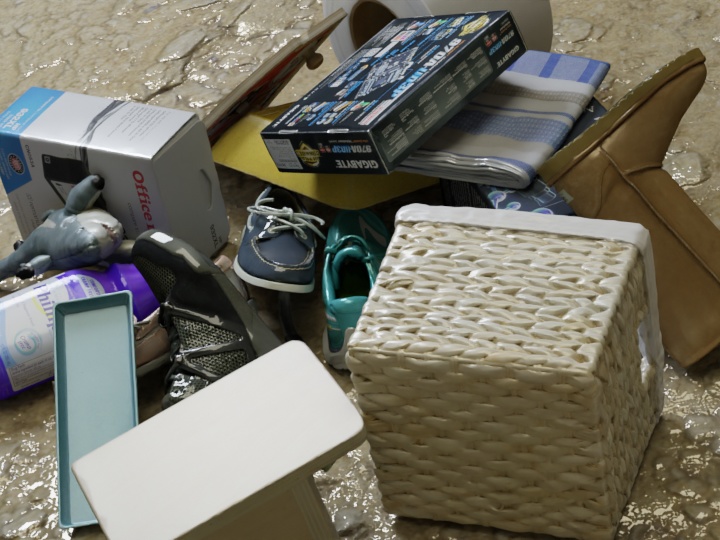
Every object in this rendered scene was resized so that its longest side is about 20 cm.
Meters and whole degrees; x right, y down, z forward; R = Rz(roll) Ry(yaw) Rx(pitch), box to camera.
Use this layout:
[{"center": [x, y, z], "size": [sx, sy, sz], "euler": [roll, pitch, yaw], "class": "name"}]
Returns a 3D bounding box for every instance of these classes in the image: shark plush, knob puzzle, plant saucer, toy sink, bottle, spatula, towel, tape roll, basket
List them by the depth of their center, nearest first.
[{"center": [-0.090, 0.167, 1.247], "size": [0.199, 0.112, 0.130], "euler": [-30, 39, -11], "class": "toy sink"}, {"center": [0.113, 0.078, 1.249], "size": [0.199, 0.199, 0.161], "euler": [5, 43, 20], "class": "basket"}, {"center": [-0.213, 0.113, 1.372], "size": [0.069, 0.019, 0.201], "euler": [-9, 61, 4], "class": "plant saucer"}, {"center": [-0.061, 0.045, 1.478], "size": [0.056, 0.021, 0.200], "euler": [10, 33, -29], "class": "spatula"}, {"center": [-0.253, 0.043, 1.494], "size": [0.199, 0.065, 0.084], "euler": [-22, 64, -15], "class": "bottle"}, {"center": [0.122, -0.142, 1.501], "size": [0.146, 0.024, 0.200], "euler": [11, 42, 28], "class": "towel"}, {"center": [-0.290, -0.024, 1.550], "size": [0.199, 0.091, 0.083], "euler": [-4, 32, 34], "class": "shark plush"}, {"center": [-0.012, -0.126, 1.623], "size": [0.199, 0.049, 0.199], "euler": [23, 30, 38], "class": "plant saucer"}, {"center": [-0.106, -0.164, 1.675], "size": [0.219, 0.030, 0.220], "euler": [-42, 0, 0], "class": "knob puzzle"}, {"center": [0.075, -0.252, 1.690], "size": [0.139, 0.204, 0.202], "euler": [-32, 41, -27], "class": "tape roll"}]

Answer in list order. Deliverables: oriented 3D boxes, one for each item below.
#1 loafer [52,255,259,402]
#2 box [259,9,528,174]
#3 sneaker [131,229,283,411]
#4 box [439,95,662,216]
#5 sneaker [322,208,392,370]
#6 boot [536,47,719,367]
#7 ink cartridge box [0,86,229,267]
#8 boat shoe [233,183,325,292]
[{"center": [-0.183, 0.053, 1.456], "size": [0.199, 0.063, 0.072], "euler": [-27, 4, -26], "class": "loafer"}, {"center": [0.029, -0.160, 1.499], "size": [0.158, 0.046, 0.200], "euler": [5, 40, 50], "class": "box"}, {"center": [-0.143, 0.060, 1.389], "size": [0.114, 0.076, 0.200], "euler": [-37, 81, -23], "class": "sneaker"}, {"center": [0.169, -0.064, 1.492], "size": [0.148, 0.108, 0.200], "euler": [-19, 37, -10], "class": "box"}, {"center": [0.000, 0.000, 1.477], "size": [0.077, 0.080, 0.200], "euler": [-7, 36, 4], "class": "sneaker"}, {"center": [0.264, -0.053, 1.365], "size": [0.175, 0.200, 0.066], "euler": [-39, -2, 2], "class": "boot"}, {"center": [-0.238, -0.082, 1.596], "size": [0.199, 0.146, 0.084], "euler": [11, 42, 28], "class": "ink cartridge box"}, {"center": [-0.070, -0.030, 1.500], "size": [0.074, 0.062, 0.200], "euler": [15, 14, -5], "class": "boat shoe"}]
